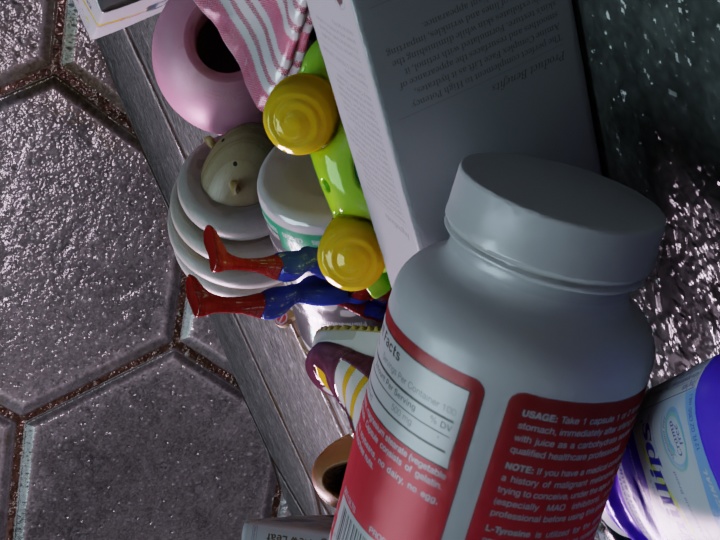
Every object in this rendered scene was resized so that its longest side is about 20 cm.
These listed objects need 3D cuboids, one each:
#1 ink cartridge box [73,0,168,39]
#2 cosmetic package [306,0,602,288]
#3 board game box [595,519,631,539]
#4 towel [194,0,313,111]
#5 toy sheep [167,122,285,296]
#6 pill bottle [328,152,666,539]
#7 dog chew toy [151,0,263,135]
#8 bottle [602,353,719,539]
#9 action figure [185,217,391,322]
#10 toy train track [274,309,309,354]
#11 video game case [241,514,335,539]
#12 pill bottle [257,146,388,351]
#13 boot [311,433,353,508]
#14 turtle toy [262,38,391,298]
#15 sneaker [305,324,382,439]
[{"bbox_3d":[-0.188,-0.297,0.980,0.147,0.143,0.200,67,167,-11],"label":"ink cartridge box"},{"bbox_3d":[0.047,-0.068,0.532,0.074,0.100,0.202,48,158,55],"label":"cosmetic package"},{"bbox_3d":[0.162,0.197,0.724,0.136,0.034,0.201,55,165,38],"label":"board game box"},{"bbox_3d":[-0.069,-0.220,0.761,0.147,0.030,0.201,57,147,24],"label":"towel"},{"bbox_3d":[-0.086,-0.037,0.916,0.139,0.136,0.202,56,156,34],"label":"toy sheep"},{"bbox_3d":[0.056,0.060,0.489,0.112,0.111,0.203,47,128,55],"label":"pill bottle"},{"bbox_3d":[-0.104,-0.167,0.957,0.126,0.123,0.200,64,176,1],"label":"dog chew toy"},{"bbox_3d":[0.146,0.083,0.486,0.200,0.064,0.085,111,139,-74],"label":"bottle"},{"bbox_3d":[-0.007,0.003,0.728,0.066,0.197,0.052,-66,32,33],"label":"action figure"},{"bbox_3d":[-0.066,-0.009,1.067,0.115,0.032,0.203,40,-147,-60],"label":"toy train track"},{"bbox_3d":[0.036,0.195,0.823,0.200,0.179,0.022,31,-116,-69],"label":"video game case"},{"bbox_3d":[0.000,0.000,0.840,0.113,0.112,0.202,52,163,45],"label":"pill bottle"},{"bbox_3d":[0.015,0.143,0.798,0.154,0.197,0.075,7,-102,-56],"label":"boot"},{"bbox_3d":[0.027,-0.050,0.643,0.146,0.100,0.203,-70,-41,-70],"label":"turtle toy"},{"bbox_3d":[0.013,0.085,0.697,0.199,0.074,0.092,-13,62,66],"label":"sneaker"}]
